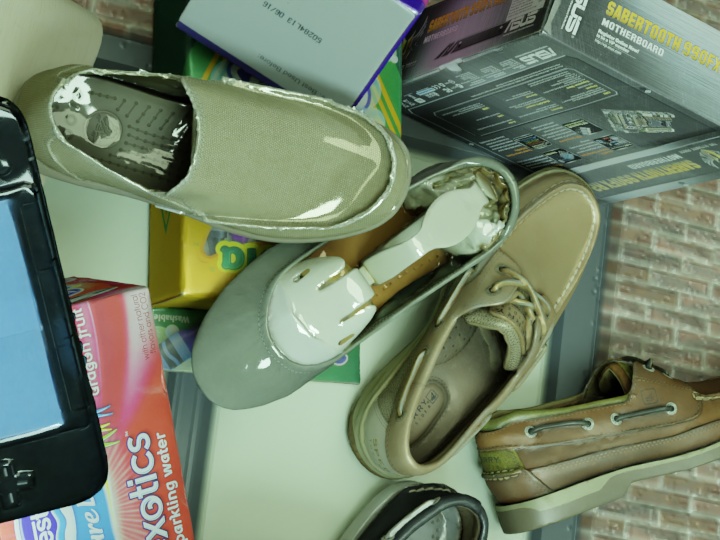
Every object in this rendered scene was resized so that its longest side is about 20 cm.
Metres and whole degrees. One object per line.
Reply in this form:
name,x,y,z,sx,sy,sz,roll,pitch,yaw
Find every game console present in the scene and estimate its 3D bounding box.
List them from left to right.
game console,-0.199,0.051,1.061,0.172,0.119,0.200,-13,117,-7

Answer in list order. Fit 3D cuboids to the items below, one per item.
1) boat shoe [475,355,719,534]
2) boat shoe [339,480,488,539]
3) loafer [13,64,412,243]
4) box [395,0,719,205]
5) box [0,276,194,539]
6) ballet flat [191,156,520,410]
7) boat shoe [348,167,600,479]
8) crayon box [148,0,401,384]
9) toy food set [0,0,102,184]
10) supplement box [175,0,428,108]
boat shoe,0.156,0.079,1.405,0.200,0.072,0.068,-20,92,-28
boat shoe,-0.002,0.194,1.312,0.074,0.060,0.200,47,68,-19
loafer,-0.072,-0.056,1.241,0.199,0.068,0.076,8,89,-6
box,0.118,-0.096,1.343,0.158,0.200,0.048,24,75,-21
box,-0.145,0.110,1.221,0.099,0.095,0.201,-13,99,-27
ballet flat,0.000,0.000,1.288,0.200,0.064,0.067,-35,97,-27
boat shoe,0.074,0.030,1.365,0.071,0.064,0.200,39,74,-19
crayon box,-0.044,-0.045,1.339,0.125,0.052,0.201,5,80,-26
toy food set,-0.225,-0.076,1.258,0.143,0.060,0.200,30,71,-30
supplement box,0.002,-0.188,1.316,0.101,0.103,0.200,32,47,-5
